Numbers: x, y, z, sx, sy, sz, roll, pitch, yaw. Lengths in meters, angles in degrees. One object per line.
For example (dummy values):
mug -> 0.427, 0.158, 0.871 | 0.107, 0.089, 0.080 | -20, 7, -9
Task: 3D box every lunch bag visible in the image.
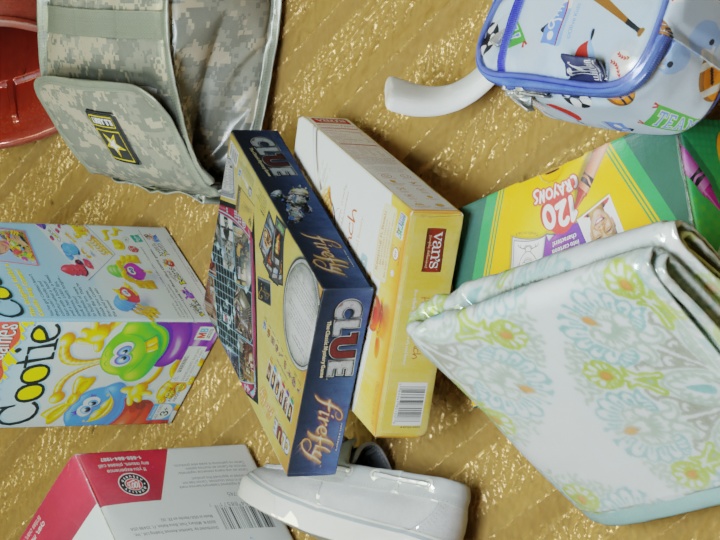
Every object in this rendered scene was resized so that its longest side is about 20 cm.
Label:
lunch bag -> -0.142, -0.150, 1.702 | 0.164, 0.117, 0.201 | 11, 103, 50
lunch bag -> 0.144, -0.170, 1.341 | 0.160, 0.075, 0.201 | 15, 81, 52

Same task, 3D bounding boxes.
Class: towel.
towel -> 0.144, 0.058, 1.319 | 0.199, 0.171, 0.048 | -20, 30, 47

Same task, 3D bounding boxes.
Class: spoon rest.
spoon rest -> 0.080, -0.177, 1.469 | 0.100, 0.060, 0.201 | -90, 24, -61

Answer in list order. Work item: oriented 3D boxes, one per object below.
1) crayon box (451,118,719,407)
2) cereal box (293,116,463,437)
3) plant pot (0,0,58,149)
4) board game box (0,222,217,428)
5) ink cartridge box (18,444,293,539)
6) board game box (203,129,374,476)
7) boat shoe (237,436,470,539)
crayon box -> 0.137, 0.000, 1.397 | 0.200, 0.058, 0.120 | -23, 71, 48
cereal box -> 0.000, 0.000, 1.532 | 0.200, 0.039, 0.145 | -138, 52, -61
plant pot -> -0.298, -0.220, 1.845 | 0.200, 0.200, 0.196 | -34, 56, 45
board game box -> -0.215, 0.038, 1.717 | 0.105, 0.199, 0.103 | 55, 128, 36
ink cartridge box -> -0.123, 0.239, 1.642 | 0.145, 0.145, 0.201 | -55, 50, 34
board game box -> -0.049, 0.017, 1.556 | 0.200, 0.034, 0.136 | -121, 36, -53
boat shoe -> -0.004, 0.141, 1.566 | 0.200, 0.072, 0.069 | 8, 74, 57
